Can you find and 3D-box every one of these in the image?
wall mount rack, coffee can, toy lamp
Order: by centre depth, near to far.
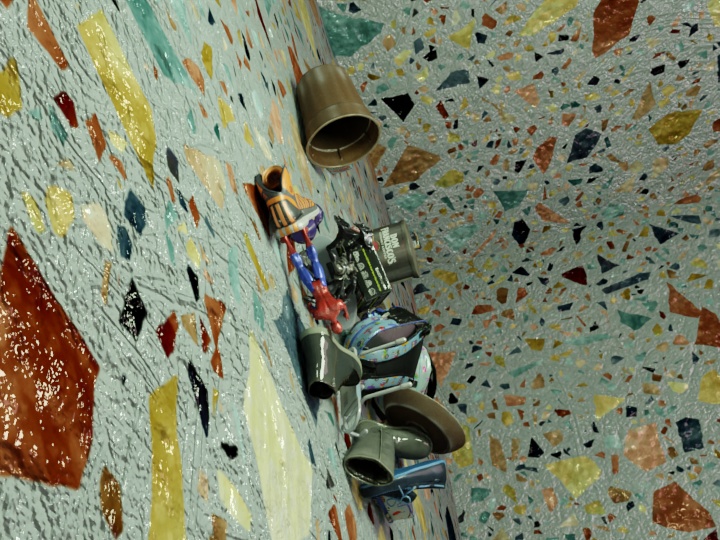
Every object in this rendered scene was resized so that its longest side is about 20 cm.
[{"bbox_3d":[0.019,0.217,1.426,0.074,0.175,0.201,22,34,-21],"label":"wall mount rack"},{"bbox_3d":[-0.108,-0.091,1.469,0.200,0.057,0.059,-77,150,-77],"label":"toy lamp"},{"bbox_3d":[0.035,-0.027,1.835,0.146,0.197,0.149,-16,90,-82],"label":"coffee can"}]

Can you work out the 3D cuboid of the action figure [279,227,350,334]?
[{"bbox_3d":[-0.076,0.030,1.318,0.099,0.064,0.202,81,-16,-68],"label":"action figure"}]

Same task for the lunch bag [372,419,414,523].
[{"bbox_3d":[0.062,0.440,1.614,0.161,0.074,0.202,70,8,-46],"label":"lunch bag"}]

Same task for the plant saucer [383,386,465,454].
[{"bbox_3d":[0.126,0.323,1.561,0.035,0.198,0.202,-52,139,-32],"label":"plant saucer"}]

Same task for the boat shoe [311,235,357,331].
[{"bbox_3d":[-0.059,0.033,1.565,0.086,0.074,0.205,97,-27,-76],"label":"boat shoe"}]

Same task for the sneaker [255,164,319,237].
[{"bbox_3d":[-0.128,-0.135,1.319,0.200,0.077,0.113,-94,163,-77],"label":"sneaker"}]

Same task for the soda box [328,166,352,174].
[{"bbox_3d":[-0.075,-0.332,2.145,0.200,0.063,0.069,17,58,-80],"label":"soda box"}]

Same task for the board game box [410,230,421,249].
[{"bbox_3d":[0.087,-0.067,2.305,0.165,0.197,0.058,-18,91,-83],"label":"board game box"}]

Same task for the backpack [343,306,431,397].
[{"bbox_3d":[0.035,0.177,1.607,0.134,0.198,0.185,31,-61,40],"label":"backpack"}]

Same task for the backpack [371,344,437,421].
[{"bbox_3d":[0.100,0.271,1.792,0.167,0.125,0.203,49,-50,49],"label":"backpack"}]

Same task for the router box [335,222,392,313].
[{"bbox_3d":[0.000,0.000,1.569,0.200,0.061,0.152,117,-49,-79],"label":"router box"}]

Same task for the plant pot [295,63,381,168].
[{"bbox_3d":[-0.070,-0.402,1.903,0.201,0.198,0.200,60,9,-62],"label":"plant pot"}]

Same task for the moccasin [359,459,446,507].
[{"bbox_3d":[0.094,0.427,1.473,0.080,0.197,0.069,-25,-105,63],"label":"moccasin"}]

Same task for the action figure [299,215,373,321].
[{"bbox_3d":[-0.051,-0.004,1.417,0.118,0.202,0.102,9,31,-37],"label":"action figure"}]

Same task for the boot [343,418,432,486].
[{"bbox_3d":[0.059,0.357,1.447,0.200,0.179,0.074,-88,-172,-87],"label":"boot"}]

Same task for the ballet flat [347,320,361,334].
[{"bbox_3d":[0.001,0.162,1.752,0.200,0.068,0.070,60,17,-62],"label":"ballet flat"}]

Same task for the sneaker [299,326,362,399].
[{"bbox_3d":[-0.052,0.189,1.308,0.200,0.074,0.108,50,29,-52],"label":"sneaker"}]

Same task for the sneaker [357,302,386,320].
[{"bbox_3d":[-0.004,0.057,1.762,0.201,0.070,0.076,53,-3,-32],"label":"sneaker"}]
